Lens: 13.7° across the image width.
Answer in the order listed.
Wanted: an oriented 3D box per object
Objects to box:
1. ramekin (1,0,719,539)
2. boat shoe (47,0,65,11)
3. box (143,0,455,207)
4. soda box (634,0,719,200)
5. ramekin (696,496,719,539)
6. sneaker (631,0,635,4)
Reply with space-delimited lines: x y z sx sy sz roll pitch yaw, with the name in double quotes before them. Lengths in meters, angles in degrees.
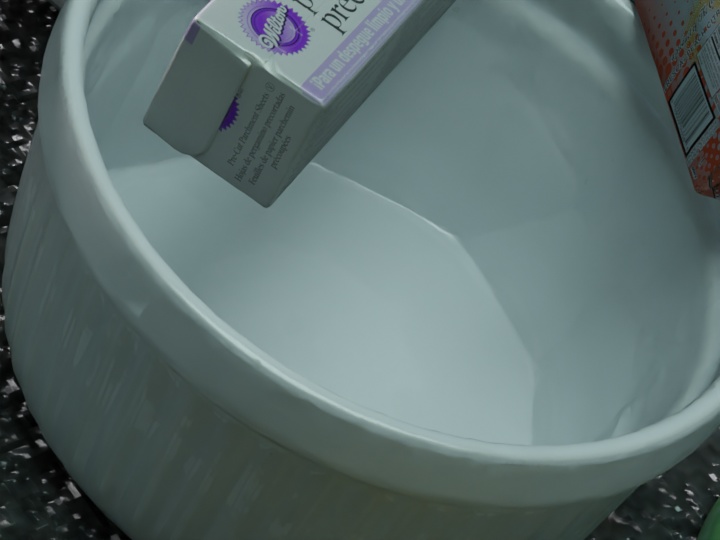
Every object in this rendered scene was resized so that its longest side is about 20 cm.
"ramekin" 0.000 0.000 0.791 0.199 0.105 0.201 15 46 -16
"boat shoe" -0.076 -0.124 0.889 0.202 0.065 0.074 34 44 3
"box" 0.013 -0.089 0.773 0.039 0.041 0.200 35 45 5
"soda box" 0.113 -0.104 0.831 0.068 0.064 0.200 13 44 -26
"ramekin" 0.197 0.098 0.814 0.199 0.098 0.201 15 46 -16
"sneaker" 0.167 -0.102 0.960 0.199 0.121 0.084 1 44 11
